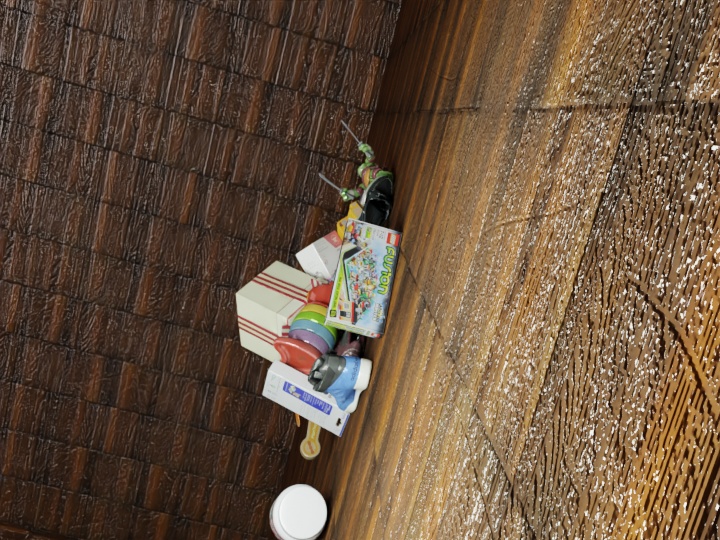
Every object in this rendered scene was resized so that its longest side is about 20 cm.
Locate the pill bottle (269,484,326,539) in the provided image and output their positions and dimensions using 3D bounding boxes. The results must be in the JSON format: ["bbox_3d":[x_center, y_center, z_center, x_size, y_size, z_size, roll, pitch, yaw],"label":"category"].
[{"bbox_3d":[-0.127,0.502,1.548,0.201,0.111,0.116,114,169,-68],"label":"pill bottle"}]

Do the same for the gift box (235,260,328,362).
[{"bbox_3d":[-0.174,0.101,1.759,0.185,0.184,0.203,-45,-33,-39],"label":"gift box"}]

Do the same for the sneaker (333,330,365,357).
[{"bbox_3d":[-0.028,0.179,1.637,0.200,0.074,0.118,170,121,-75],"label":"sneaker"}]

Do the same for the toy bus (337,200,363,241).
[{"bbox_3d":[-0.014,-0.082,1.898,0.065,0.077,0.202,52,160,28],"label":"toy bus"}]

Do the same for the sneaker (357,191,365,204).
[{"bbox_3d":[0.017,-0.161,2.080,0.112,0.072,0.204,-94,26,-86],"label":"sneaker"}]

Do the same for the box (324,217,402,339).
[{"bbox_3d":[0.006,0.013,1.381,0.035,0.107,0.205,116,166,-66],"label":"box"}]

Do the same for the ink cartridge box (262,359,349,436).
[{"bbox_3d":[-0.112,0.273,1.614,0.039,0.197,0.100,-56,-8,-43],"label":"ink cartridge box"}]

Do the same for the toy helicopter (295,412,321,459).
[{"bbox_3d":[-0.110,0.331,1.732,0.079,0.129,0.204,112,171,-55],"label":"toy helicopter"}]

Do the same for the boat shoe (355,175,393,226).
[{"bbox_3d":[0.038,-0.140,1.721,0.065,0.075,0.201,-12,39,51],"label":"boat shoe"}]

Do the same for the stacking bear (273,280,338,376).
[{"bbox_3d":[-0.097,0.116,1.636,0.123,0.111,0.203,84,-158,-50],"label":"stacking bear"}]

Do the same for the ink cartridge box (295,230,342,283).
[{"bbox_3d":[-0.060,0.018,1.842,0.067,0.203,0.116,-28,3,35],"label":"ink cartridge box"}]

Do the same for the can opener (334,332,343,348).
[{"bbox_3d":[-0.077,0.251,1.838,0.204,0.052,0.067,-65,21,12],"label":"can opener"}]

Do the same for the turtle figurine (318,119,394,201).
[{"bbox_3d":[-0.005,-0.238,1.897,0.144,0.200,0.194,-44,33,3],"label":"turtle figurine"}]

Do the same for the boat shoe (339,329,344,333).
[{"bbox_3d":[-0.053,0.151,1.989,0.201,0.070,0.062,-168,97,-79],"label":"boat shoe"}]

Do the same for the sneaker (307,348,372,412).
[{"bbox_3d":[-0.049,0.212,1.453,0.201,0.108,0.078,113,171,-64],"label":"sneaker"}]
